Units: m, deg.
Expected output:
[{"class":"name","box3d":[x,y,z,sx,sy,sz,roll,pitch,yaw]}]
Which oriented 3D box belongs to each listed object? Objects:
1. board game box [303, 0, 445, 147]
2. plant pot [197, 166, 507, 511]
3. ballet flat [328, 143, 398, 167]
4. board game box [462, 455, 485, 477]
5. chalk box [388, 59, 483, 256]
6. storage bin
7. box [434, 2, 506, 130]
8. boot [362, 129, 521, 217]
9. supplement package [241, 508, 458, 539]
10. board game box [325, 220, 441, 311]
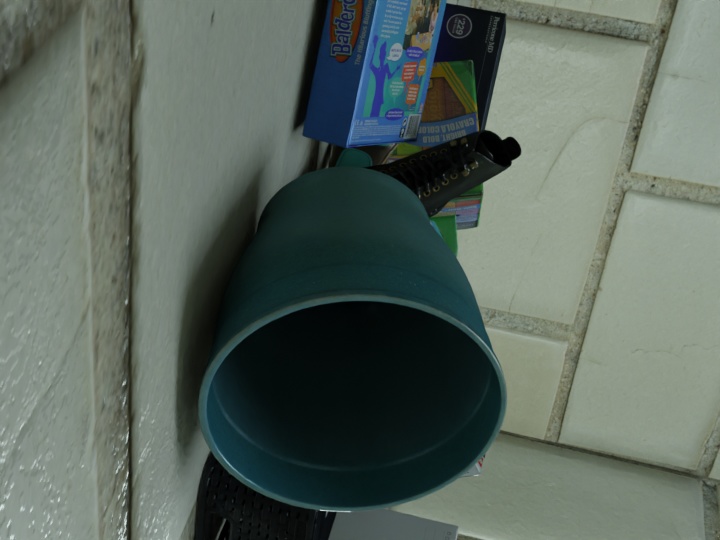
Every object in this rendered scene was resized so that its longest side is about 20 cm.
[{"class":"board game box","box3d":[0.022,-0.208,1.023,0.152,0.045,0.200,-15,121,-65]},{"class":"plant pot","box3d":[-0.010,0.031,0.855,0.188,0.200,0.200,-95,-171,-49]},{"class":"ballet flat","box3d":[-0.001,-0.111,1.216,0.072,0.068,0.200,118,-10,-58]},{"class":"board game box","box3d":[0.084,0.097,1.250,0.200,0.035,0.126,62,30,-27]},{"class":"chalk box","box3d":[0.067,-0.110,1.325,0.124,0.124,0.200,81,5,-75]},{"class":"storage bin","box3d":[-0.064,0.170,1.015,0.200,0.094,0.135,-70,171,-58]},{"class":"box","box3d":[0.087,-0.213,1.451,0.079,0.141,0.200,62,40,-82]},{"class":"boot","box3d":[0.042,-0.083,1.078,0.200,0.138,0.078,-22,86,-56]},{"class":"supplement package","box3d":[-0.022,0.286,1.126,0.120,0.200,0.121,93,10,-61]},{"class":"board game box","box3d":[0.002,0.006,1.068,0.045,0.152,0.200,63,7,1]}]
